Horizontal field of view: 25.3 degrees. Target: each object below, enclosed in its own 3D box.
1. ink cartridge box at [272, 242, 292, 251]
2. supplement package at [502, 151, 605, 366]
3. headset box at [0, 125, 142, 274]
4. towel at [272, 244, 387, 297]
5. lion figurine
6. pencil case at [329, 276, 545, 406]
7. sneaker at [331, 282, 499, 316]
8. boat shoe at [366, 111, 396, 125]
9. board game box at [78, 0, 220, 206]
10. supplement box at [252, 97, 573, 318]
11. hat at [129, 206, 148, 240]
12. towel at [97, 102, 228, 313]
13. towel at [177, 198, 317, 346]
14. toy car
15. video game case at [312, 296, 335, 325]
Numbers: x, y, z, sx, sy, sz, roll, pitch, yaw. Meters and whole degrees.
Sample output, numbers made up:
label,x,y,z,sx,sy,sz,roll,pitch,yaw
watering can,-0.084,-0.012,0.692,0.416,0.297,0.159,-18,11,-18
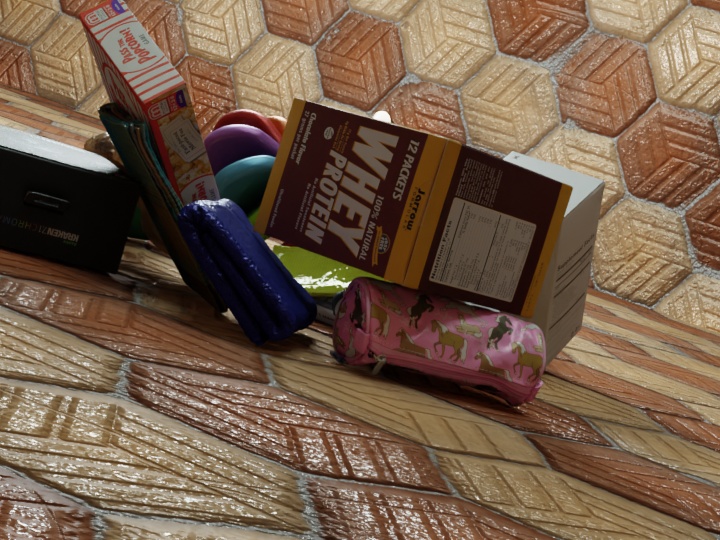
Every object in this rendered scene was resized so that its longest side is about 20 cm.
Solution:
label,x,y,z,sx,sy,sz,roll,pitch,yaw
ink cartridge box,-0.014,-0.045,1.911,0.050,0.200,0.161,53,11,13
supplement package,0.187,-0.011,1.810,0.121,0.201,0.120,20,34,25
headset box,-0.319,-0.075,1.536,0.174,0.093,0.200,15,7,-22
towel,0.000,0.000,1.661,0.199,0.018,0.086,0,32,9
lion figurine,-0.210,-0.071,1.662,0.122,0.073,0.200,29,13,-43
pencil case,0.074,0.066,1.456,0.199,0.087,0.083,14,-12,-25
sneaker,0.058,0.040,1.576,0.200,0.073,0.071,5,38,-44
boat shoe,0.021,-0.097,1.761,0.070,0.070,0.200,46,29,-29
board game box,-0.196,-0.142,1.536,0.152,0.046,0.200,52,-17,38
supplement box,0.049,-0.058,1.495,0.197,0.133,0.200,20,3,41
hat,-0.233,-0.039,1.832,0.200,0.177,0.166,-29,16,-18
towel,-0.185,-0.062,1.513,0.022,0.201,0.147,-29,21,-12
towel,-0.104,0.002,1.447,0.148,0.050,0.200,51,4,1
toy car,-0.115,-0.109,1.822,0.150,0.175,0.200,46,25,-16
video game case,0.021,-0.004,1.703,0.181,0.023,0.200,21,43,31
